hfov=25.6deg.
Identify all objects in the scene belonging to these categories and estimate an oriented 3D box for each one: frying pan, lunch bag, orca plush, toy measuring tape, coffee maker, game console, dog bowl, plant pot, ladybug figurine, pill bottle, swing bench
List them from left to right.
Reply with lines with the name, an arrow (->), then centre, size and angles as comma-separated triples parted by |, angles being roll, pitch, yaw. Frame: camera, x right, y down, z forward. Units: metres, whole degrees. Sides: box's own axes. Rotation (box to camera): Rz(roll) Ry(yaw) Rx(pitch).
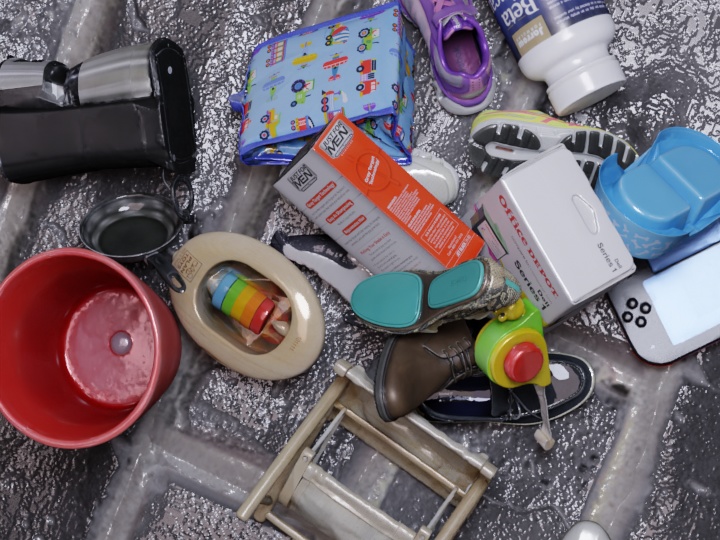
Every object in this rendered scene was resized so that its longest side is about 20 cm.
coffee maker -> -0.288, -0.146, 1.709 | 0.197, 0.135, 0.195 | -6, 72, 14
plant pot -> -0.278, 0.081, 1.676 | 0.197, 0.177, 0.204 | 0, 88, 10
frying pan -> -0.221, -0.032, 1.712 | 0.189, 0.031, 0.115 | 26, 47, 30
ladybug figurine -> -0.119, 0.035, 1.707 | 0.199, 0.072, 0.136 | 37, 101, 13
lunch bag -> -0.047, -0.189, 1.687 | 0.197, 0.094, 0.152 | -5, 56, 13
orca plush -> 0.000, 0.000, 1.717 | 0.198, 0.071, 0.106 | 19, 133, 13
swing bench -> 0.011, 0.231, 1.656 | 0.198, 0.130, 0.201 | 35, 86, 9
toy measuring tape -> 0.154, 0.110, 1.594 | 0.072, 0.074, 0.202 | -6, 126, 7
pill bottle -> 0.201, -0.271, 1.671 | 0.110, 0.111, 0.202 | -26, 83, 5
dog bowl -> 0.308, -0.076, 1.600 | 0.112, 0.199, 0.050 | 47, 138, 20
game console -> 0.351, -0.011, 1.673 | 0.198, 0.031, 0.179 | -26, 83, 5

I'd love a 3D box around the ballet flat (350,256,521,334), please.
ballet flat -> 0.078, 0.032, 1.559 | 0.199, 0.075, 0.069 | -13, 61, 46

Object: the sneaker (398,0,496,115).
sneaker -> 0.092, -0.270, 1.695 | 0.080, 0.088, 0.202 | -22, 83, -2

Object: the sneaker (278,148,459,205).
sneaker -> 0.006, -0.089, 1.692 | 0.197, 0.081, 0.076 | 5, 121, 11

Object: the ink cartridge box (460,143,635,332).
ink cartridge box -> 0.176, -0.018, 1.606 | 0.083, 0.200, 0.146 | -27, 82, -20

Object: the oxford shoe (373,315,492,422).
oxford shoe -> 0.077, 0.088, 1.602 | 0.084, 0.200, 0.073 | -1, 117, 33

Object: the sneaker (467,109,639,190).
sneaker -> 0.206, -0.133, 1.681 | 0.197, 0.091, 0.079 | 15, 114, -12

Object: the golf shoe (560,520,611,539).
golf shoe -> 0.218, 0.359, 1.634 | 0.072, 0.092, 0.203 | 14, 87, 10

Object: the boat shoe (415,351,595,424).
boat shoe -> 0.150, 0.127, 1.675 | 0.197, 0.062, 0.076 | -6, 83, 6

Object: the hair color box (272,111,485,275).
hair color box -> 0.018, -0.057, 1.604 | 0.200, 0.101, 0.061 | 41, 57, -9
